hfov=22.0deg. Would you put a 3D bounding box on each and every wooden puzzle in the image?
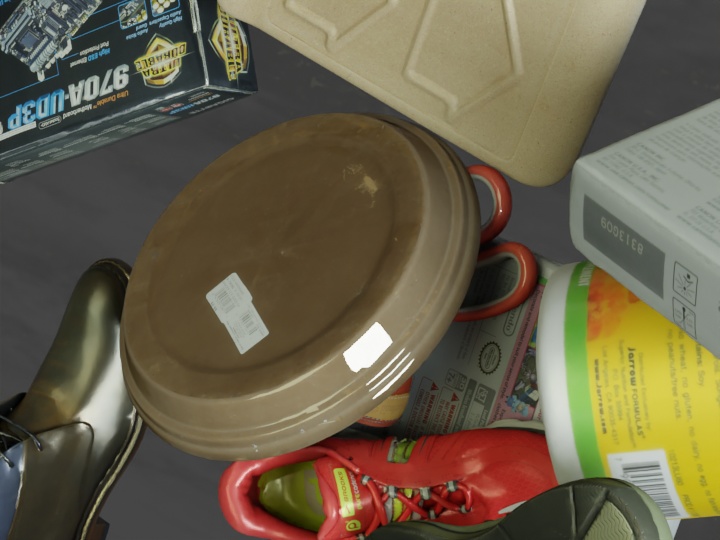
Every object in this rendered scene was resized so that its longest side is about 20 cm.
[{"bbox_3d":[0.043,-0.162,0.870,0.199,0.046,0.187,29,124,12],"label":"wooden puzzle"}]

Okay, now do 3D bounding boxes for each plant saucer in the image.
[{"bbox_3d":[-0.036,-0.001,0.888,0.198,0.030,0.202,-18,47,21],"label":"plant saucer"}]

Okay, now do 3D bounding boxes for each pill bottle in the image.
[{"bbox_3d":[0.180,0.041,0.757,0.198,0.111,0.113,-8,84,20],"label":"pill bottle"}]

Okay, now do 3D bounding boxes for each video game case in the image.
[{"bbox_3d":[0.072,0.094,0.896,0.181,0.022,0.202,25,101,33],"label":"video game case"}]

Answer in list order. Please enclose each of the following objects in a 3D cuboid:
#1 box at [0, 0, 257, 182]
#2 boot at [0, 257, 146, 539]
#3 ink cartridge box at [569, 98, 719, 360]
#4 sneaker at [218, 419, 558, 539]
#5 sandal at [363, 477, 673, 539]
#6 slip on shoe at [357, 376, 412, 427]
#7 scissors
[{"bbox_3d":[-0.158,-0.152,1.040,0.198,0.046,0.161,-16,80,33],"label":"box"},{"bbox_3d":[-0.177,0.091,1.024,0.074,0.097,0.202,18,99,33],"label":"boot"},{"bbox_3d":[0.205,-0.023,0.707,0.160,0.198,0.048,41,144,46],"label":"ink cartridge box"},{"bbox_3d":[0.018,0.112,0.867,0.198,0.085,0.078,-6,85,35],"label":"sneaker"},{"bbox_3d":[0.066,0.135,0.771,0.200,0.057,0.081,-23,75,50],"label":"sandal"},{"bbox_3d":[-0.050,0.043,0.943,0.199,0.074,0.062,5,95,43],"label":"slip on shoe"},{"bbox_3d":[0.000,0.000,0.928,0.198,0.014,0.074,-14,83,33],"label":"scissors"}]
